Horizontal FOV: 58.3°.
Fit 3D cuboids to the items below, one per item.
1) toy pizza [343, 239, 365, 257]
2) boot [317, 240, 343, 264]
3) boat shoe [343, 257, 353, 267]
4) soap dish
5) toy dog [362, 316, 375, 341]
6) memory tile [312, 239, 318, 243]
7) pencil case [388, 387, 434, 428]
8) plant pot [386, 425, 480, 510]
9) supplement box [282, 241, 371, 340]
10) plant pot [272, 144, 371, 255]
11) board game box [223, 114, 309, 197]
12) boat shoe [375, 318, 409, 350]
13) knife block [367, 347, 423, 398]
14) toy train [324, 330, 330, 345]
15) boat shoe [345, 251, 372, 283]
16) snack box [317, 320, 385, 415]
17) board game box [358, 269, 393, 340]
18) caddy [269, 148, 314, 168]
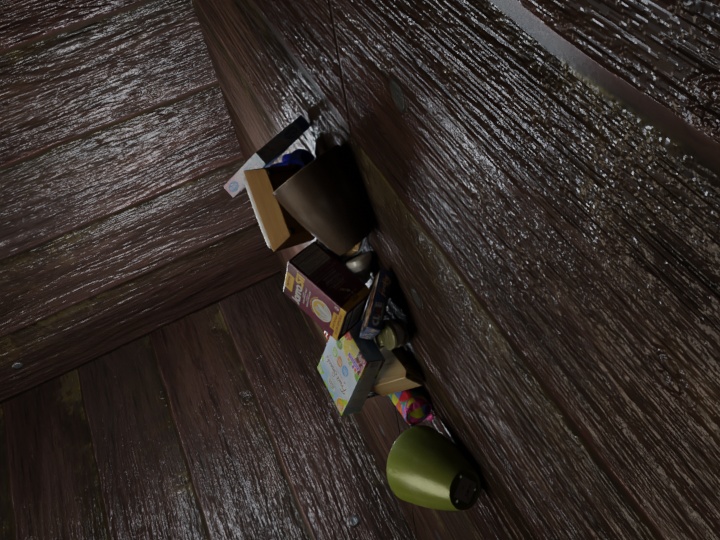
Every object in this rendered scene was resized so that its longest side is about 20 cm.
[{"bbox_3d":[-0.067,-0.122,1.583,0.198,0.032,0.204,28,134,32],"label":"toy pizza"},{"bbox_3d":[-0.085,-0.014,1.768,0.200,0.064,0.169,-173,68,-81],"label":"boot"},{"bbox_3d":[-0.060,-0.020,1.881,0.073,0.075,0.200,65,171,-8],"label":"boat shoe"},{"bbox_3d":[-0.183,-0.160,1.554,0.080,0.156,0.204,-21,89,36],"label":"soap dish"},{"bbox_3d":[0.010,0.168,1.782,0.096,0.130,0.203,46,158,49],"label":"toy dog"},{"bbox_3d":[-0.125,-0.039,1.806,0.201,0.016,0.156,-67,-4,-63],"label":"memory tile"},{"bbox_3d":[0.118,0.328,1.718,0.200,0.087,0.090,51,162,55],"label":"pencil case"},{"bbox_3d":[0.190,0.485,1.529,0.199,0.185,0.191,3,118,61],"label":"plant pot"},{"bbox_3d":[-0.086,0.051,1.605,0.199,0.103,0.132,40,144,17],"label":"supplement box"},{"bbox_3d":[-0.066,-0.143,1.450,0.202,0.186,0.187,54,170,-6],"label":"plant pot"},{"bbox_3d":[-0.245,-0.297,1.682,0.044,0.199,0.199,48,141,-10],"label":"board game box"},{"bbox_3d":[0.082,0.149,1.558,0.200,0.067,0.077,154,105,-80],"label":"boat shoe"},{"bbox_3d":[0.060,0.293,1.689,0.063,0.178,0.200,25,-168,-31],"label":"knife block"},{"bbox_3d":[-0.090,0.131,1.860,0.151,0.054,0.203,87,167,-57],"label":"toy train"},{"bbox_3d":[0.000,0.000,1.633,0.070,0.071,0.200,64,169,0],"label":"boat shoe"},{"bbox_3d":[-0.029,0.246,1.686,0.170,0.066,0.203,55,136,40],"label":"snack box"},{"bbox_3d":[0.035,0.087,1.543,0.200,0.034,0.139,115,168,-76],"label":"board game box"},{"bbox_3d":[-0.164,-0.231,1.766,0.103,0.142,0.203,3,125,34],"label":"caddy"}]
